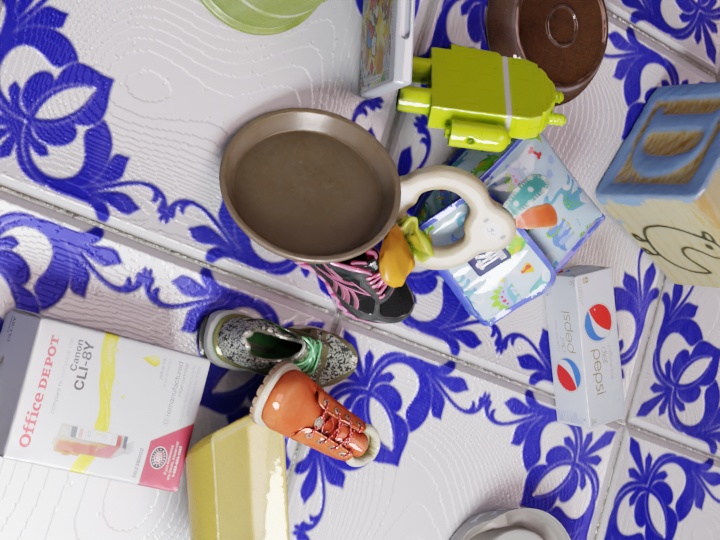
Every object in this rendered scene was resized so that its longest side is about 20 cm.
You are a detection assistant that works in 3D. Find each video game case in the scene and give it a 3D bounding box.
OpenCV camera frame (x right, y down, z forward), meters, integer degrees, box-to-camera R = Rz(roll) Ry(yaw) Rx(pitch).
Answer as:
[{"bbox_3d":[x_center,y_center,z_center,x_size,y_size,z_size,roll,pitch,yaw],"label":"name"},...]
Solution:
[{"bbox_3d":[0.029,-0.286,1.609,0.023,0.200,0.182,2,92,-10],"label":"video game case"}]

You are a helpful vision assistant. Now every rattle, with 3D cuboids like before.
[{"bbox_3d":[0.124,-0.045,1.629,0.200,0.143,0.130,5,100,1],"label":"rattle"}]

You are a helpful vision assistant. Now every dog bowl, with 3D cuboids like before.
[{"bbox_3d":[0.178,0.390,1.836,0.200,0.059,0.200,-2,94,-34],"label":"dog bowl"}]

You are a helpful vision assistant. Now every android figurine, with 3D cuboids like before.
[{"bbox_3d":[0.140,-0.203,1.708,0.200,0.182,0.041,7,132,-6],"label":"android figurine"}]

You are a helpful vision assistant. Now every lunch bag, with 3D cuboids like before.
[{"bbox_3d":[0.167,-0.058,1.765,0.200,0.127,0.170,-46,114,-12],"label":"lunch bag"}]

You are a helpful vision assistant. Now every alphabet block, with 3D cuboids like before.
[{"bbox_3d":[0.465,-0.110,1.924,0.200,0.195,0.197,42,72,-28],"label":"alphabet block"}]

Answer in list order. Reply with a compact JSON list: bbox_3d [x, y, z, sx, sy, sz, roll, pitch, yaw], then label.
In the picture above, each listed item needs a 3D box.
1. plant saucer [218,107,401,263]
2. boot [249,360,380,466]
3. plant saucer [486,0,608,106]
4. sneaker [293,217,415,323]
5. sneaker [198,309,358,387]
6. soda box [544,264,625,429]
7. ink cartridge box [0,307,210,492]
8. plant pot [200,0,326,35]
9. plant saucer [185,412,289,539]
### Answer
[{"bbox_3d":[-0.055,-0.089,1.600,0.200,0.029,0.200,6,59,-10],"label":"plant saucer"},{"bbox_3d":[-0.044,0.159,1.583,0.075,0.107,0.200,-61,154,-5],"label":"boot"},{"bbox_3d":[0.245,-0.307,1.853,0.200,0.034,0.201,-3,95,-34],"label":"plant saucer"},{"bbox_3d":[0.000,0.000,1.665,0.200,0.095,0.079,38,70,-32],"label":"sneaker"},{"bbox_3d":[-0.076,0.093,1.620,0.200,0.089,0.077,11,86,-35],"label":"sneaker"},{"bbox_3d":[0.287,0.096,1.890,0.068,0.064,0.200,-13,101,-34],"label":"soda box"},{"bbox_3d":[-0.270,0.133,1.490,0.200,0.083,0.145,18,84,-35],"label":"ink cartridge box"},{"bbox_3d":[-0.060,-0.354,1.542,0.200,0.190,0.200,-3,95,-34],"label":"plant pot"},{"bbox_3d":[-0.134,0.251,1.570,0.200,0.048,0.200,-18,106,-71],"label":"plant saucer"}]
